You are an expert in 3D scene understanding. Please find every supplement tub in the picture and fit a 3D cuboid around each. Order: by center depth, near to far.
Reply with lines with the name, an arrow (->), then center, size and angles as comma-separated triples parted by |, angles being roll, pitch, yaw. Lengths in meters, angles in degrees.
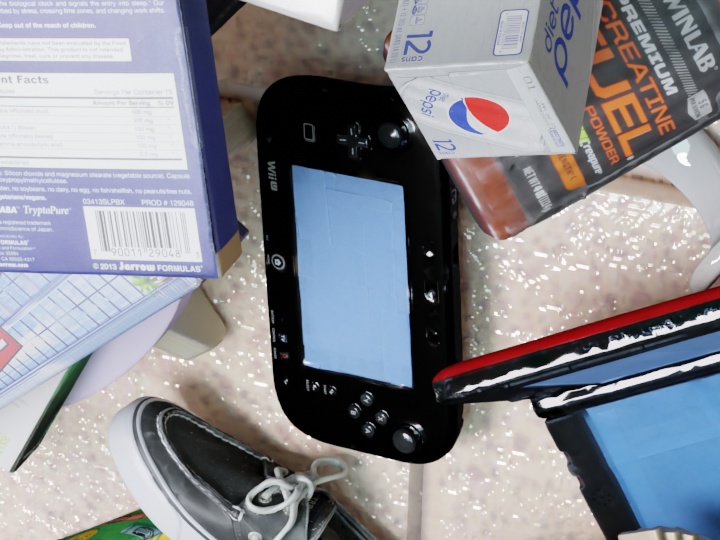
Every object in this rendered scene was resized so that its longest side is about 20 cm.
supplement tub -> 0.117, -0.104, 1.289 | 0.200, 0.107, 0.107 | -31, 102, 2

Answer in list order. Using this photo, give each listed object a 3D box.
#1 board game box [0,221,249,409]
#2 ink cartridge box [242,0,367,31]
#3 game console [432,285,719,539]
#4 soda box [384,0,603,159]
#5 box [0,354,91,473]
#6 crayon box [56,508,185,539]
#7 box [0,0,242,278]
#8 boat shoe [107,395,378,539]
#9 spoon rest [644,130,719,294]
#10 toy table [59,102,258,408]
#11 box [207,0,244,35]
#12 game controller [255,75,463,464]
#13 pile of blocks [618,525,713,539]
board game box -> -0.188, -0.011, 1.349 | 0.200, 0.062, 0.200 | 42, 121, -1
ink cartridge box -> -0.074, -0.204, 1.226 | 0.200, 0.084, 0.146 | 20, 122, 14
game console -> 0.163, 0.077, 1.391 | 0.200, 0.172, 0.119 | -18, 81, 29
soda box -> 0.066, -0.146, 1.228 | 0.063, 0.200, 0.068 | -2, 148, 23
box -> -0.175, -0.019, 1.397 | 0.144, 0.036, 0.200 | 35, 123, 3
crayon box -> -0.081, 0.221, 1.600 | 0.119, 0.058, 0.200 | -23, 104, 31
box -> -0.120, -0.094, 1.230 | 0.121, 0.032, 0.200 | 2, 116, 20
boat shoe -> -0.039, 0.129, 1.525 | 0.199, 0.074, 0.068 | 46, 128, -4
spoon rest -> 0.107, -0.076, 1.379 | 0.200, 0.061, 0.099 | 47, 123, 12
toy table -> -0.145, -0.016, 1.473 | 0.200, 0.117, 0.184 | -14, 108, 28
box -> -0.083, -0.229, 1.337 | 0.197, 0.117, 0.200 | 45, 123, -3
game controller -> 0.000, 0.000, 1.464 | 0.104, 0.042, 0.200 | 7, 117, 20
pile of blocks -> 0.143, 0.159, 1.462 | 0.200, 0.062, 0.082 | -8, 98, 34
